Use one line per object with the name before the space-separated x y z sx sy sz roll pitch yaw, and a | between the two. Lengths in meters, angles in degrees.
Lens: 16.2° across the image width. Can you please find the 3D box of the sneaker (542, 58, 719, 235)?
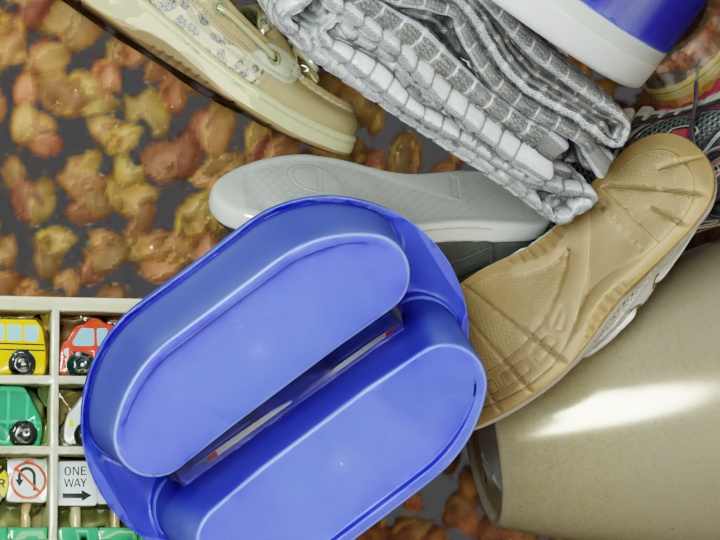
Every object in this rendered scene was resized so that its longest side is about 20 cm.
sneaker | 0.169 -0.051 1.345 0.200 0.075 0.081 -29 119 22

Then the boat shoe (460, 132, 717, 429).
boat shoe | 0.106 0.015 1.291 0.200 0.071 0.069 -40 162 9

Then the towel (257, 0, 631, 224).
towel | 0.034 -0.123 1.242 0.200 0.166 0.086 33 101 -28

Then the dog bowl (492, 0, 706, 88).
dog bowl | 0.073 -0.174 1.161 0.200 0.200 0.079 31 104 -28

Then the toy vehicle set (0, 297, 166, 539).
toy vehicle set | -0.120 0.078 1.241 0.199 0.027 0.125 1 79 -16

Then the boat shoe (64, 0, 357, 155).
boat shoe | -0.073 -0.123 1.248 0.200 0.073 0.063 32 87 -30

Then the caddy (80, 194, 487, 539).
caddy | -0.036 0.056 1.192 0.200 0.105 0.142 -36 105 -4

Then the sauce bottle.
sauce bottle | 0.228 -0.068 1.415 0.200 0.066 0.066 44 80 -25

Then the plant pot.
plant pot | 0.160 0.075 1.362 0.199 0.187 0.188 -8 104 -9

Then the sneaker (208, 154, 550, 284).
sneaker | 0.000 0.000 1.290 0.199 0.071 0.099 2 125 -37
